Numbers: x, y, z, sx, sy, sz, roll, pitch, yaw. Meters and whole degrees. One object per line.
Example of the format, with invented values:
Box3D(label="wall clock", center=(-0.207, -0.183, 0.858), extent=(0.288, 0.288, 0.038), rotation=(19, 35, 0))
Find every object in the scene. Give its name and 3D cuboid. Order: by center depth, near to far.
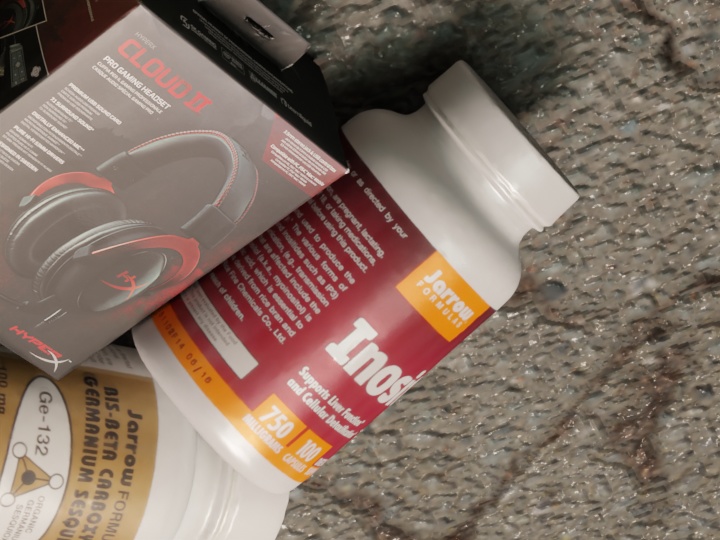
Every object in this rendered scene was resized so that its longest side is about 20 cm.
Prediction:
Box3D(label="headset box", center=(-0.114, -0.060, 1.257), extent=(0.200, 0.075, 0.148), rotation=(-34, 135, 19))
Box3D(label="pill bottle", center=(0.000, 0.000, 1.316), extent=(0.200, 0.113, 0.113), rotation=(-42, 134, 6))
Box3D(label="pill bottle", center=(-0.140, 0.090, 1.380), extent=(0.199, 0.115, 0.115), rotation=(11, 131, -28))
